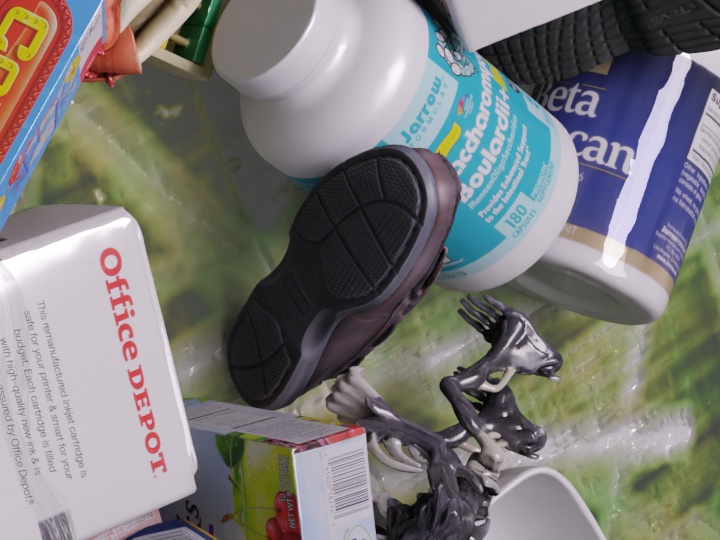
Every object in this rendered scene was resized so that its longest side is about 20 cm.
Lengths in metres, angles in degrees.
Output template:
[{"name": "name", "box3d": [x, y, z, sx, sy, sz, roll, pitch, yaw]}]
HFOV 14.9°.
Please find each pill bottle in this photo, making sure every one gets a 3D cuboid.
[{"name": "pill bottle", "box3d": [0.146, -0.081, 1.518, 0.111, 0.111, 0.200, 30, 75, -37]}, {"name": "pill bottle", "box3d": [0.015, -0.077, 1.405, 0.200, 0.111, 0.111, 35, 73, -40]}]

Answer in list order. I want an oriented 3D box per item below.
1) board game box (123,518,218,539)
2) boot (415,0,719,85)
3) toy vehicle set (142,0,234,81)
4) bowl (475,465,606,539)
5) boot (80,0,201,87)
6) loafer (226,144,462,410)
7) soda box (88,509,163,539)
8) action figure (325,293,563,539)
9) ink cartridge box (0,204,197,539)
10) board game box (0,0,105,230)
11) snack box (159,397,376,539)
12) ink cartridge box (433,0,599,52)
[{"name": "board game box", "box3d": [-0.060, 0.235, 1.253, 0.062, 0.200, 0.200, -10, 102, -23]}, {"name": "boot", "box3d": [0.128, -0.169, 1.480, 0.131, 0.200, 0.068, -73, 151, -43]}, {"name": "toy vehicle set", "box3d": [-0.100, -0.208, 1.357, 0.124, 0.027, 0.200, 22, 81, -39]}, {"name": "bowl", "box3d": [0.061, 0.223, 1.506, 0.200, 0.075, 0.200, -42, 118, -28]}, {"name": "boot", "box3d": [-0.157, -0.110, 1.247, 0.200, 0.107, 0.075, -43, 165, -7]}, {"name": "loafer", "box3d": [0.000, 0.000, 1.372, 0.063, 0.200, 0.072, -9, 62, -38]}, {"name": "soda box", "box3d": [-0.182, 0.173, 1.308, 0.200, 0.064, 0.068, -26, 110, -34]}, {"name": "action figure", "box3d": [0.028, 0.105, 1.404, 0.200, 0.102, 0.119, -53, 160, -46]}, {"name": "ink cartridge box", "box3d": [-0.190, 0.066, 1.273, 0.200, 0.084, 0.146, -21, 105, -36]}, {"name": "board game box", "box3d": [-0.239, -0.070, 1.169, 0.196, 0.056, 0.200, 26, 75, 2]}, {"name": "snack box", "box3d": [-0.050, 0.170, 1.364, 0.053, 0.142, 0.200, -14, 103, -39]}, {"name": "ink cartridge box", "box3d": [0.074, -0.243, 1.374, 0.146, 0.147, 0.200, -22, 120, -3]}]
